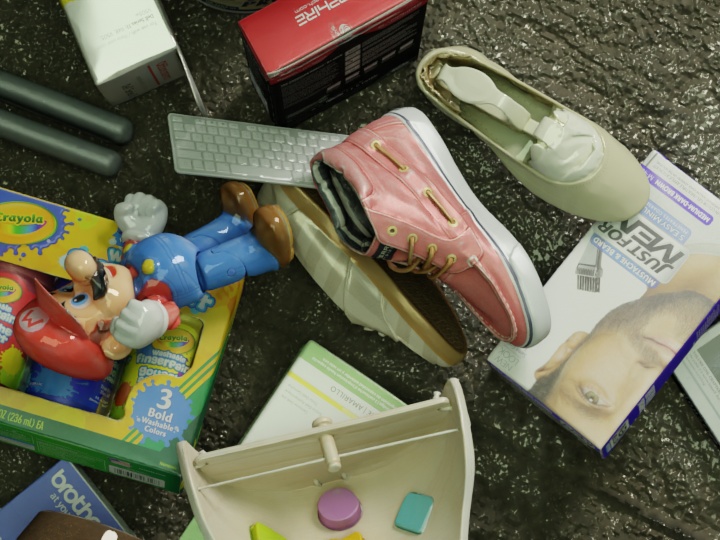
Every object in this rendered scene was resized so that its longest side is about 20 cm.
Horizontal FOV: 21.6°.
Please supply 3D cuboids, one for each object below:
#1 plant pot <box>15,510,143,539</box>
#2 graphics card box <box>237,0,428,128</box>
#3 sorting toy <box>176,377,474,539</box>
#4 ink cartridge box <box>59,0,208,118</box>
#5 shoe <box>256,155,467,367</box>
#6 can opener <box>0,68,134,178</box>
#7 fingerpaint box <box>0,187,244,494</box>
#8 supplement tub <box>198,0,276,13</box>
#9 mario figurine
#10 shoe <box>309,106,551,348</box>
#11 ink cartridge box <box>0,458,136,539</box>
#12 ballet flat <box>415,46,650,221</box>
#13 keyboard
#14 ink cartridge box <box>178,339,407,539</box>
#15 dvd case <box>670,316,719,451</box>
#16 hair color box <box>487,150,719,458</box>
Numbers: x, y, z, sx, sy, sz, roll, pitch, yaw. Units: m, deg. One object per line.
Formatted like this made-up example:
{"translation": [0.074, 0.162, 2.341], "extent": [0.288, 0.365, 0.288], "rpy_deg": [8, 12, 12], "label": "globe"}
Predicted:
{"translation": [-0.209, 0.273, 1.281], "extent": [0.186, 0.187, 0.201], "rpy_deg": [18, 72, -1], "label": "plant pot"}
{"translation": [-0.018, -0.161, 1.333], "extent": [0.125, 0.200, 0.051], "rpy_deg": [-29, 84, -3], "label": "graphics card box"}
{"translation": [-0.008, 0.191, 1.280], "extent": [0.198, 0.107, 0.181], "rpy_deg": [-12, 56, -3], "label": "sorting toy"}
{"translation": [-0.179, -0.192, 1.369], "extent": [0.067, 0.117, 0.201], "rpy_deg": [-24, 88, -2], "label": "ink cartridge box"}
{"translation": [0.000, 0.000, 1.399], "extent": [0.200, 0.070, 0.053], "rpy_deg": [47, 115, 4], "label": "shoe"}
{"translation": [-0.266, -0.123, 1.393], "extent": [0.199, 0.066, 0.053], "rpy_deg": [22, 85, -6], "label": "can opener"}
{"translation": [-0.199, 0.049, 1.359], "extent": [0.199, 0.073, 0.168], "rpy_deg": [17, 71, -1], "label": "fingerpaint box"}
{"translation": [-0.084, -0.269, 1.336], "extent": [0.144, 0.200, 0.146], "rpy_deg": [0, 87, -2], "label": "supplement tub"}
{"translation": [-0.147, -0.004, 1.284], "extent": [0.199, 0.123, 0.106], "rpy_deg": [-30, 89, -22], "label": "mario figurine"}
{"translation": [0.047, -0.017, 1.341], "extent": [0.091, 0.072, 0.201], "rpy_deg": [-27, 78, -28], "label": "shoe"}
{"translation": [-0.188, 0.242, 1.383], "extent": [0.094, 0.044, 0.200], "rpy_deg": [-38, 89, -5], "label": "ink cartridge box"}
{"translation": [0.121, -0.103, 1.374], "extent": [0.199, 0.069, 0.070], "rpy_deg": [34, 86, 20], "label": "ballet flat"}
{"translation": [-0.042, -0.081, 1.377], "extent": [0.199, 0.011, 0.057], "rpy_deg": [5, 44, -21], "label": "keyboard"}
{"translation": [-0.034, 0.174, 1.393], "extent": [0.145, 0.048, 0.201], "rpy_deg": [34, 84, -1], "label": "ink cartridge box"}
{"translation": [0.348, 0.074, 1.423], "extent": [0.199, 0.025, 0.151], "rpy_deg": [-34, 89, -3], "label": "dvd case"}
{"translation": [0.197, 0.025, 1.390], "extent": [0.109, 0.065, 0.200], "rpy_deg": [38, 88, 14], "label": "hair color box"}
